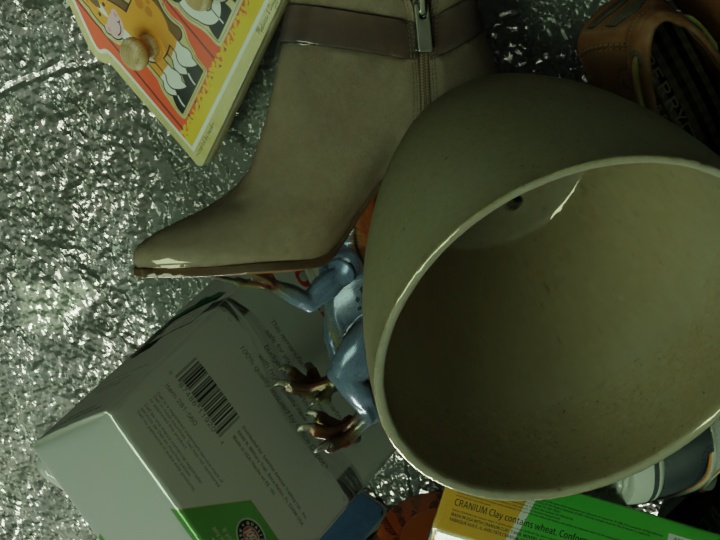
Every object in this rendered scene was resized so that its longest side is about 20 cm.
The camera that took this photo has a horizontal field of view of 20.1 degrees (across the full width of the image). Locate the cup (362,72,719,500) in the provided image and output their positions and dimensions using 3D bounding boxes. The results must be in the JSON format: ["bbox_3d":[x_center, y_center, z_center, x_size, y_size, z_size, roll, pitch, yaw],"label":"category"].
[{"bbox_3d":[0.084,-0.013,0.962,0.199,0.144,0.201,-10,131,-12],"label":"cup"}]

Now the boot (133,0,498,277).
[{"bbox_3d":[-0.022,-0.076,1.025,0.070,0.199,0.147,-160,66,-63],"label":"boot"}]

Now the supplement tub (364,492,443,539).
[{"bbox_3d":[0.037,0.243,1.289,0.122,0.123,0.201,27,131,15],"label":"supplement tub"}]

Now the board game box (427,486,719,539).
[{"bbox_3d":[0.108,0.165,1.097,0.152,0.041,0.200,17,160,3],"label":"board game box"}]

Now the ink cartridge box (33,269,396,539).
[{"bbox_3d":[-0.073,0.095,1.211,0.084,0.200,0.146,-24,104,44],"label":"ink cartridge box"}]

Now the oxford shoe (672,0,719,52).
[{"bbox_3d":[0.151,-0.164,0.981,0.071,0.071,0.200,-33,101,40],"label":"oxford shoe"}]

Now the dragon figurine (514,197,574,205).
[{"bbox_3d":[0.112,-0.039,1.088,0.199,0.059,0.100,20,138,31],"label":"dragon figurine"}]

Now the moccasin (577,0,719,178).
[{"bbox_3d":[0.184,-0.051,1.014,0.202,0.073,0.078,61,168,-23],"label":"moccasin"}]

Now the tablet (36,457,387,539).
[{"bbox_3d":[-0.093,0.141,1.300,0.200,0.130,0.014,34,139,9],"label":"tablet"}]

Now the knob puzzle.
[{"bbox_3d":[-0.134,-0.175,1.151,0.219,0.030,0.220,34,141,32],"label":"knob puzzle"}]

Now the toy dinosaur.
[{"bbox_3d":[0.000,0.000,1.130,0.199,0.105,0.182,13,117,-15],"label":"toy dinosaur"}]

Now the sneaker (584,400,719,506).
[{"bbox_3d":[0.146,0.090,1.098,0.200,0.079,0.079,-176,73,-76],"label":"sneaker"}]

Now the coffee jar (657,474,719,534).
[{"bbox_3d":[0.248,0.102,1.082,0.104,0.085,0.200,42,134,10],"label":"coffee jar"}]

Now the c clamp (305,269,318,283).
[{"bbox_3d":[0.035,0.003,1.140,0.171,0.027,0.200,48,147,7],"label":"c clamp"}]
